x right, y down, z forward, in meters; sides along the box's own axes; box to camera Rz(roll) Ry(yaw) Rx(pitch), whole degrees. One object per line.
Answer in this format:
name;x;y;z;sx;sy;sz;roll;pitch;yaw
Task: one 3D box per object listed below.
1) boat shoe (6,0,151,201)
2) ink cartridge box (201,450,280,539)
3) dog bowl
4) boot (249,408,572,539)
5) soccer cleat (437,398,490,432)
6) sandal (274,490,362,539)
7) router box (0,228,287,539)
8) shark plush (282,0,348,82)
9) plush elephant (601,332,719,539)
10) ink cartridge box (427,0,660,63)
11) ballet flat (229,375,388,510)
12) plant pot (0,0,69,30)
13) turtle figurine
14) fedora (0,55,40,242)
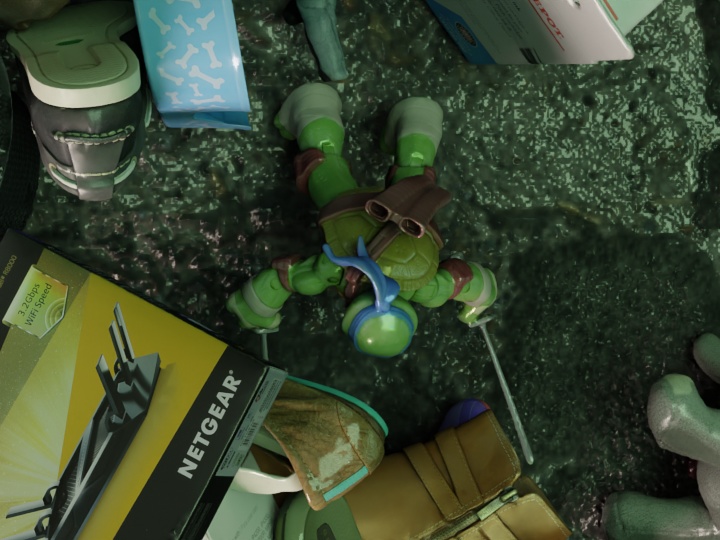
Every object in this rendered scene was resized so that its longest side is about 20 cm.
boat shoe;-0.146;-0.097;0.942;0.072;0.200;0.068;-10;115;-6
ink cartridge box;-0.093;0.217;1.014;0.147;0.083;0.200;-16;107;26
dog bowl;-0.092;-0.131;0.959;0.050;0.200;0.112;-10;89;-3
boot;0.015;0.128;1.060;0.155;0.074;0.200;-37;97;5
soccer cleat;0.042;0.178;1.112;0.076;0.067;0.200;8;97;-26
sandal;0.014;0.211;0.992;0.201;0.057;0.080;66;30;-13
router box;-0.153;0.102;0.912;0.157;0.052;0.200;26;88;12
shark plush;-0.039;-0.211;1.025;0.091;0.083;0.200;2;95;-22
plush elephant;0.270;0.095;1.159;0.200;0.155;0.165;9;138;9
ink cartridge box;0.097;-0.182;1.012;0.068;0.200;0.116;-42;109;-12
ballet flat;-0.076;0.078;0.970;0.072;0.200;0.068;-52;142;-20
plant pot;-0.218;-0.235;0.903;0.198;0.200;0.200;31;84;-30
turtle figurine;0.000;0.000;1.033;0.144;0.194;0.200;-14;139;15
fedora;-0.235;-0.042;0.945;0.092;0.200;0.201;16;90;-56
